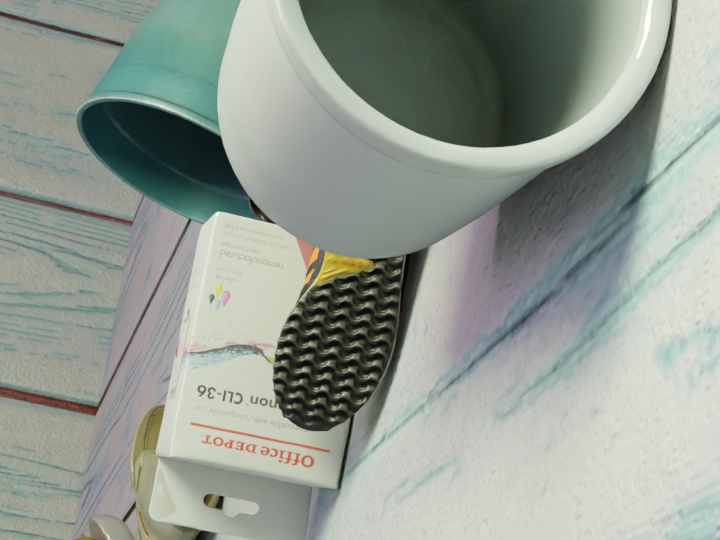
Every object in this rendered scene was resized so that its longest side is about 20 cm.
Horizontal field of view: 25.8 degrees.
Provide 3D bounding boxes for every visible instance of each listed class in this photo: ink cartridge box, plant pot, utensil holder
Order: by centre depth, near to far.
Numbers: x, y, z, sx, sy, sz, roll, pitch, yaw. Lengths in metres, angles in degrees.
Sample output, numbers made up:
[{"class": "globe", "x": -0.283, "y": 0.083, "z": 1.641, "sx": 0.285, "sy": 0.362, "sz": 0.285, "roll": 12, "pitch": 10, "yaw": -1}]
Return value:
[{"class": "utensil holder", "x": 0.024, "y": -0.101, "z": 0.715, "sx": 0.200, "sy": 0.168, "sz": 0.172, "roll": 137, "pitch": 144, "yaw": -72}, {"class": "ink cartridge box", "x": -0.064, "y": 0.075, "z": 1.033, "sx": 0.067, "sy": 0.115, "sz": 0.202, "roll": 158, "pitch": 123, "yaw": -74}, {"class": "plant pot", "x": -0.110, "y": -0.163, "z": 1.332, "sx": 0.189, "sy": 0.199, "sz": 0.200, "roll": -66, "pitch": 8, "yaw": -21}]

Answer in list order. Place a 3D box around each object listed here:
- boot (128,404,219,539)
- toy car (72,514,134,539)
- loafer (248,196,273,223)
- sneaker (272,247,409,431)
[{"class": "boot", "x": -0.174, "y": 0.185, "z": 1.502, "sx": 0.155, "sy": 0.071, "sz": 0.201, "roll": 116, "pitch": 157, "yaw": -47}, {"class": "toy car", "x": -0.356, "y": 0.406, "z": 1.950, "sx": 0.151, "sy": 0.174, "sz": 0.200, "roll": 61, "pitch": 154, "yaw": 11}, {"class": "loafer", "x": -0.048, "y": -0.067, "z": 1.199, "sx": 0.073, "sy": 0.070, "sz": 0.202, "roll": 124, "pitch": 156, "yaw": -57}, {"class": "sneaker", "x": 0.000, "y": 0.000, "z": 0.973, "sx": 0.090, "sy": 0.069, "sz": 0.202, "roll": -53, "pitch": -23, "yaw": -75}]
